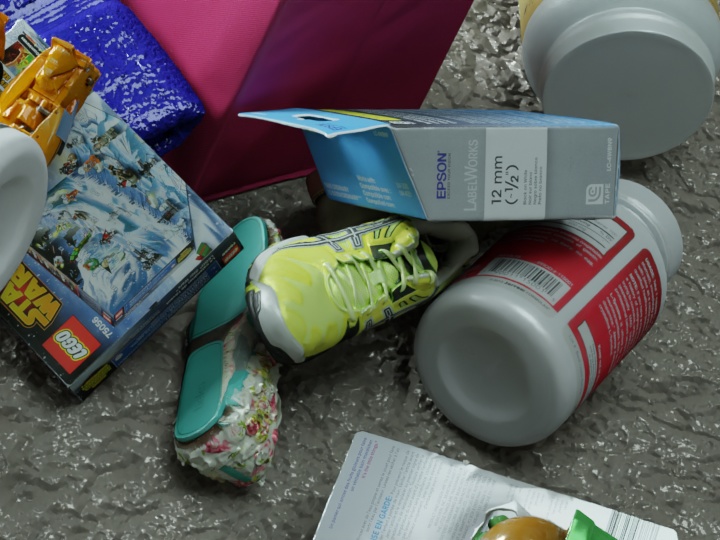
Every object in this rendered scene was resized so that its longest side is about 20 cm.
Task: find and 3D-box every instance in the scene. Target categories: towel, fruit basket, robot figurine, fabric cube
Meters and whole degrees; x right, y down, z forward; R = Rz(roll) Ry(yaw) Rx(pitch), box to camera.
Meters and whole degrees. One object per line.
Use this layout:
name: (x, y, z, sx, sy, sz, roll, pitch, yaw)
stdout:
towel: (-0.210, -0.135, 1.781, 0.148, 0.050, 0.200, -34, 68, -11)
fruit basket: (0.063, 0.197, 1.576, 0.200, 0.094, 0.185, 14, 55, 11)
robot figurine: (-0.252, -0.065, 1.655, 0.145, 0.058, 0.200, 30, 80, 17)
fabric cube: (-0.059, -0.194, 1.853, 0.200, 0.199, 0.196, -17, 57, -39)

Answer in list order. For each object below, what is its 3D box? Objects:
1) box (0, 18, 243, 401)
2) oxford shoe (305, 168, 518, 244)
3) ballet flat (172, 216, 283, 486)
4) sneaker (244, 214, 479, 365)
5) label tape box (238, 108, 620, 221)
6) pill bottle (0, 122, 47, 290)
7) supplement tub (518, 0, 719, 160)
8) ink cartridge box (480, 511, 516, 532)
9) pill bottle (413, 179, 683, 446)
box: (-0.187, -0.038, 1.689, 0.137, 0.040, 0.200, -43, 72, -6)
oxford shoe: (0.058, -0.030, 1.862, 0.200, 0.070, 0.075, -1, 70, -25)
ballet flat: (-0.072, 0.055, 1.706, 0.064, 0.076, 0.200, 44, 38, -29)
sneaker: (0.000, 0.000, 1.709, 0.200, 0.076, 0.075, -31, 97, -55)
label tape box: (0.041, -0.066, 1.740, 0.200, 0.066, 0.143, -3, 8, -25)
pill bottle: (-0.287, -0.060, 1.569, 0.200, 0.113, 0.112, 24, 40, 16)
supplement tub: (0.187, -0.191, 2.019, 0.145, 0.145, 0.200, 14, 42, -15)
ink cartridge box: (0.106, 0.247, 1.624, 0.160, 0.047, 0.200, 32, 58, 4)
pill bottle: (0.128, 0.020, 1.799, 0.112, 0.112, 0.200, 37, 42, 11)
